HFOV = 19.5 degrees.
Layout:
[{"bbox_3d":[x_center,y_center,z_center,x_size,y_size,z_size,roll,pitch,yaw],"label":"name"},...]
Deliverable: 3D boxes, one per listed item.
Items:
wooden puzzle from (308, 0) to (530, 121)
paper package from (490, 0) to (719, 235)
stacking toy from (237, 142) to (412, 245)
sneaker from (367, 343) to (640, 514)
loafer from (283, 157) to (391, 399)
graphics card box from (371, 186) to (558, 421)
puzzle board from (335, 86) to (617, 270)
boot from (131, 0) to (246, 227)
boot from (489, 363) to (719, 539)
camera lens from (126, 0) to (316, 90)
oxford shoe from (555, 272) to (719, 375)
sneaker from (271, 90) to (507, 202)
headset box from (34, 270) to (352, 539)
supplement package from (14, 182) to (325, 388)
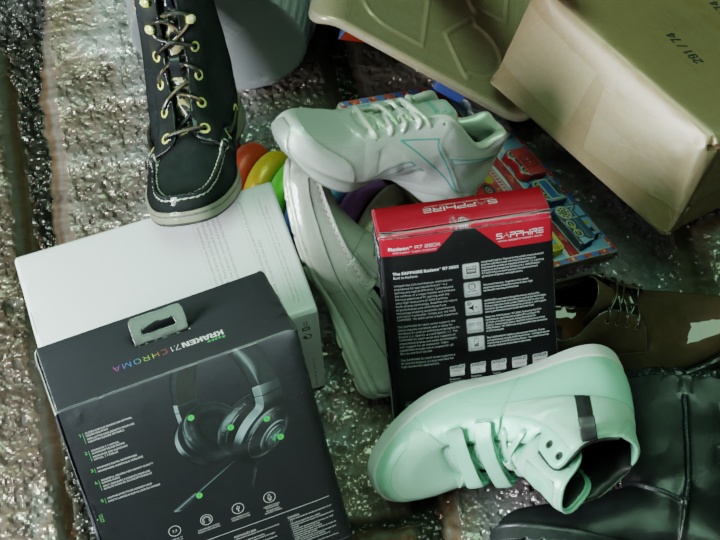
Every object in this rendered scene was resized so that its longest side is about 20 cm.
[{"bbox_3d":[0.055,-0.213,1.704,0.199,0.046,0.186,23,44,-14],"label":"wooden puzzle"},{"bbox_3d":[0.237,-0.145,1.631,0.190,0.104,0.200,-22,57,-43],"label":"paper package"},{"bbox_3d":[-0.059,-0.062,1.646,0.200,0.085,0.085,25,63,20],"label":"stacking toy"},{"bbox_3d":[0.099,0.131,1.468,0.200,0.074,0.118,-25,32,9],"label":"sneaker"},{"bbox_3d":[0.000,0.000,1.552,0.070,0.200,0.070,-20,23,10],"label":"loafer"},{"bbox_3d":[0.079,0.042,1.511,0.125,0.201,0.051,-9,29,-3],"label":"graphics card box"},{"bbox_3d":[0.092,-0.073,1.638,0.150,0.017,0.200,-13,54,-42],"label":"puzzle board"},{"bbox_3d":[-0.135,-0.137,1.549,0.073,0.154,0.204,-8,30,8],"label":"boot"},{"bbox_3d":[0.197,0.146,1.517,0.197,0.073,0.163,6,60,3],"label":"boot"},{"bbox_3d":[-0.107,-0.270,1.718,0.159,0.160,0.201,3,60,4],"label":"camera lens"},{"bbox_3d":[0.196,0.041,1.572,0.199,0.085,0.073,-4,58,-2],"label":"oxford shoe"},{"bbox_3d":[0.022,-0.099,1.523,0.200,0.080,0.071,7,43,-41],"label":"sneaker"},{"bbox_3d":[-0.117,0.117,1.460,0.174,0.201,0.093,-20,31,-8],"label":"headset box"},{"bbox_3d":[-0.140,0.039,1.563,0.199,0.120,0.122,-16,60,-7],"label":"supplement package"}]
